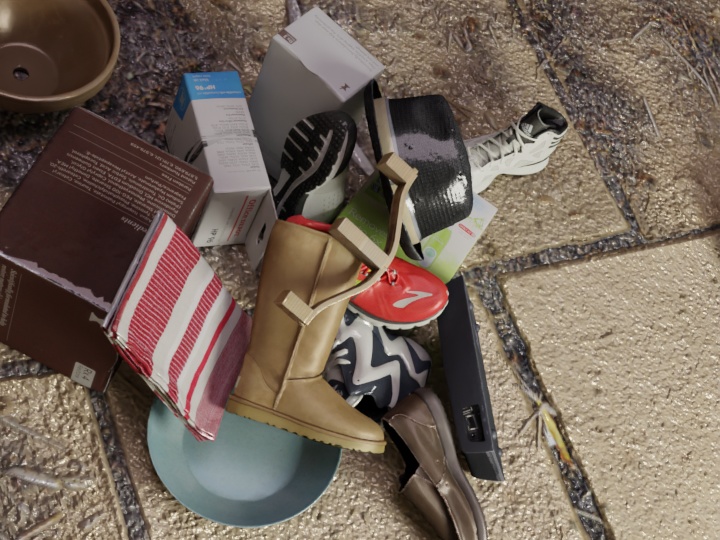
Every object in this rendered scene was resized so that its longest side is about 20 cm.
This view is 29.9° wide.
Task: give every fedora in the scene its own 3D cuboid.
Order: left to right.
[{"bbox_3d":[0.069,-0.115,1.442,0.091,0.201,0.201,-14,62,7],"label":"fedora"}]

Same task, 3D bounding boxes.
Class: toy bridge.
[{"bbox_3d":[0.000,-0.025,1.324,0.067,0.027,0.200,42,72,-16],"label":"toy bridge"}]

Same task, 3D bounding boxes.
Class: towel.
[{"bbox_3d":[-0.169,0.057,1.315,0.023,0.200,0.144,1,54,29],"label":"towel"}]

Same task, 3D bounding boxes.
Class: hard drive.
[{"bbox_3d":[0.118,0.121,1.467,0.042,0.135,0.201,-11,65,7],"label":"hard drive"}]

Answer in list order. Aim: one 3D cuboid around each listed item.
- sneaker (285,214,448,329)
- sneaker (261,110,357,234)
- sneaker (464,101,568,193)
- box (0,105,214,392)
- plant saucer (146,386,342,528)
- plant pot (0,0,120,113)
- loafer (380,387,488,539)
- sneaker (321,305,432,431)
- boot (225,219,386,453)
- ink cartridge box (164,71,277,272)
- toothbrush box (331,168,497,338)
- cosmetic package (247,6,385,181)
[{"bbox_3d":[0.000,0.000,1.417,0.199,0.085,0.077,20,67,-2],"label":"sneaker"},{"bbox_3d":[-0.047,-0.106,1.499,0.080,0.200,0.074,-18,63,-38],"label":"sneaker"},{"bbox_3d":[0.170,-0.160,1.664,0.200,0.115,0.076,-19,68,-29],"label":"sneaker"},{"bbox_3d":[-0.275,-0.021,1.371,0.164,0.166,0.200,28,54,-3],"label":"box"},{"bbox_3d":[-0.119,0.173,1.384,0.200,0.039,0.202,5,60,-10],"label":"plant saucer"},{"bbox_3d":[-0.375,-0.245,1.514,0.200,0.093,0.201,9,58,-15],"label":"plant pot"},{"bbox_3d":[0.071,0.226,1.407,0.071,0.073,0.201,-18,82,-19],"label":"loafer"},{"bbox_3d":[-0.028,0.099,1.448,0.199,0.079,0.130,38,45,-9],"label":"sneaker"},{"bbox_3d":[-0.032,0.068,1.348,0.175,0.066,0.201,18,87,-5],"label":"boot"},{"bbox_3d":[-0.157,-0.107,1.501,0.068,0.116,0.201,-5,62,-23],"label":"ink cartridge box"},{"bbox_3d":[0.043,-0.030,1.553,0.145,0.086,0.200,36,53,2],"label":"toothbrush box"},{"bbox_3d":[-0.061,-0.187,1.536,0.113,0.200,0.081,44,55,8],"label":"cosmetic package"}]
